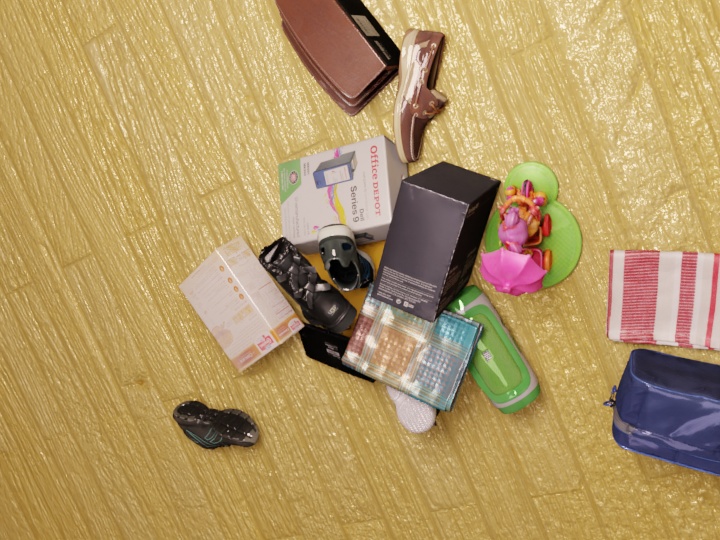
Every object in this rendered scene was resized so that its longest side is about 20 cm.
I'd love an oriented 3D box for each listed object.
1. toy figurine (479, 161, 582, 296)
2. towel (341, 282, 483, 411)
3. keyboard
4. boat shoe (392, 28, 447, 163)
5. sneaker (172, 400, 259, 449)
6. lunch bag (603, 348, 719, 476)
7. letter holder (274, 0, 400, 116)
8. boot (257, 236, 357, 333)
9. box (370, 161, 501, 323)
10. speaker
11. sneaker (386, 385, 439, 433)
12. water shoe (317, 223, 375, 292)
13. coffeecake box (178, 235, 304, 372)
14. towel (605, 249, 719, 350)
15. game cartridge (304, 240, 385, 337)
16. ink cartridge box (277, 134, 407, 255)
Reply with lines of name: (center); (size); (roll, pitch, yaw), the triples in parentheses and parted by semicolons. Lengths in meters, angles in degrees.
toy figurine: (0.233, -0.045, 1.024); (0.149, 0.184, 0.202); (3, 106, 22)
towel: (0.077, 0.118, 1.118); (0.199, 0.022, 0.148); (21, 91, 22)
keyboard: (-0.038, 0.124, 1.246); (0.199, 0.039, 0.105); (13, 124, 48)
boat shoe: (0.096, -0.262, 1.084); (0.071, 0.072, 0.202); (10, 104, 20)
sneaker: (-0.285, 0.321, 1.434); (0.198, 0.075, 0.080); (12, 124, 27)
lunch bag: (0.456, 0.208, 1.030); (0.198, 0.136, 0.134); (13, 110, 20)
letter holder: (-0.049, -0.349, 1.102); (0.142, 0.100, 0.201); (-38, 89, 30)
boot: (-0.097, 0.019, 1.141); (0.162, 0.198, 0.073); (44, 82, -20)
box: (0.116, -0.051, 1.064); (0.103, 0.200, 0.184); (22, 113, 16)
speaker: (0.206, 0.126, 1.144); (0.088, 0.088, 0.201); (-31, 92, 28)
sneaker: (0.082, 0.176, 1.208); (0.075, 0.114, 0.202); (-23, 73, 14)
water shoe: (-0.025, 0.002, 1.115); (0.071, 0.200, 0.080); (-9, 64, 14)
coffeecake box: (-0.219, 0.065, 1.298); (0.153, 0.073, 0.201); (-35, 90, 42)
towel: (0.465, 0.043, 1.041); (0.198, 0.023, 0.145); (4, 106, 23)
game cartridge: (0.000, 0.000, 1.228); (0.175, 0.032, 0.201); (-25, 92, 28)
ink cartridge box: (-0.026, -0.117, 1.145); (0.198, 0.087, 0.147); (-10, 77, 24)
